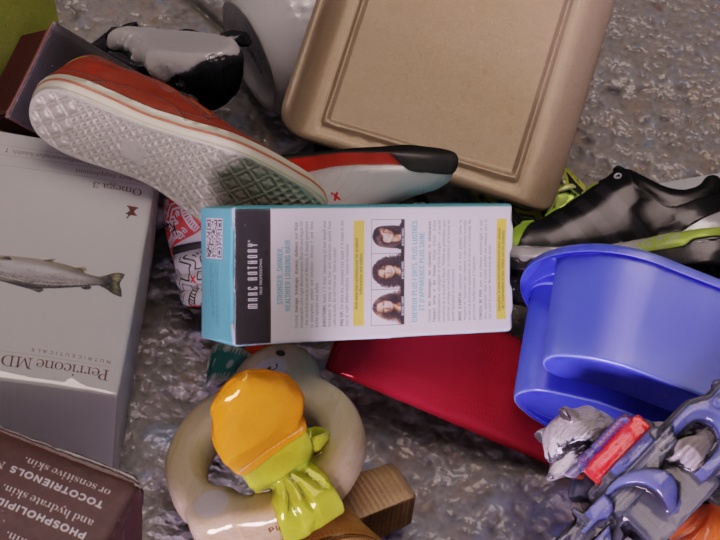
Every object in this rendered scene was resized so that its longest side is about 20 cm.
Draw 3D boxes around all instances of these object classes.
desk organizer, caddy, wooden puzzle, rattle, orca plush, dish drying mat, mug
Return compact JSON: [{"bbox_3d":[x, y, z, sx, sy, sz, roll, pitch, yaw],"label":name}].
[{"bbox_3d":[-0.154,-0.089,1.244,0.199,0.077,0.072,30,79,-26],"label":"desk organizer"},{"bbox_3d":[0.192,0.051,1.142,0.198,0.142,0.106,21,63,-4],"label":"caddy"},{"bbox_3d":[0.063,-0.153,1.251,0.198,0.037,0.187,18,80,2],"label":"wooden puzzle"},{"bbox_3d":[-0.074,0.060,1.094,0.129,0.143,0.201,-24,38,19],"label":"rattle"},{"bbox_3d":[-0.142,-0.133,1.302,0.105,0.072,0.199,-21,22,-41],"label":"orca plush"},{"bbox_3d":[0.076,0.070,1.181,0.199,0.018,0.077,24,57,-12],"label":"dish drying mat"},{"bbox_3d":[0.004,-0.172,1.343,0.174,0.148,0.201,-25,83,-16],"label":"mug"}]

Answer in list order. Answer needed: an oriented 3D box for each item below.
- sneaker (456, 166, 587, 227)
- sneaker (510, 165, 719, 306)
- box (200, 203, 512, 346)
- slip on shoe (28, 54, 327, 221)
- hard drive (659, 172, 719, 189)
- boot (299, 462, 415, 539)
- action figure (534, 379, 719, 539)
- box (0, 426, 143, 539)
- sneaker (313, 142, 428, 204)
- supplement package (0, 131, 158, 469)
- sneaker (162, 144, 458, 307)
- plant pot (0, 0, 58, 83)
[{"bbox_3d":[0.136,-0.034,1.269,0.075,0.077,0.200,-43,62,-15],"label":"sneaker"},{"bbox_3d":[0.162,-0.026,1.209,0.198,0.072,0.084,-2,66,8],"label":"sneaker"},{"bbox_3d":[0.000,0.000,1.116,0.198,0.049,0.083,-1,93,-29],"label":"box"},{"bbox_3d":[-0.110,-0.081,1.139,0.199,0.074,0.061,24,43,-2],"label":"slip on shoe"},{"bbox_3d":[0.260,0.016,1.289,0.131,0.027,0.201,-10,52,-16],"label":"hard drive"},{"bbox_3d":[-0.004,0.210,1.061,0.143,0.071,0.202,-21,51,-18],"label":"boot"},{"bbox_3d":[0.161,0.168,1.058,0.199,0.105,0.194,-35,87,-10],"label":"action figure"},{"bbox_3d":[-0.230,0.203,0.958,0.163,0.167,0.201,20,50,7],"label":"box"},{"bbox_3d":[0.023,-0.027,1.261,0.088,0.074,0.201,-10,63,-18],"label":"sneaker"},{"bbox_3d":[-0.197,0.027,1.146,0.116,0.118,0.201,8,49,-5],"label":"supplement package"},{"bbox_3d":[-0.031,-0.024,1.195,0.199,0.109,0.067,-4,5,6],"label":"sneaker"},{"bbox_3d":[-0.320,-0.160,1.265,0.198,0.188,0.188,2,47,-28],"label":"plant pot"}]
